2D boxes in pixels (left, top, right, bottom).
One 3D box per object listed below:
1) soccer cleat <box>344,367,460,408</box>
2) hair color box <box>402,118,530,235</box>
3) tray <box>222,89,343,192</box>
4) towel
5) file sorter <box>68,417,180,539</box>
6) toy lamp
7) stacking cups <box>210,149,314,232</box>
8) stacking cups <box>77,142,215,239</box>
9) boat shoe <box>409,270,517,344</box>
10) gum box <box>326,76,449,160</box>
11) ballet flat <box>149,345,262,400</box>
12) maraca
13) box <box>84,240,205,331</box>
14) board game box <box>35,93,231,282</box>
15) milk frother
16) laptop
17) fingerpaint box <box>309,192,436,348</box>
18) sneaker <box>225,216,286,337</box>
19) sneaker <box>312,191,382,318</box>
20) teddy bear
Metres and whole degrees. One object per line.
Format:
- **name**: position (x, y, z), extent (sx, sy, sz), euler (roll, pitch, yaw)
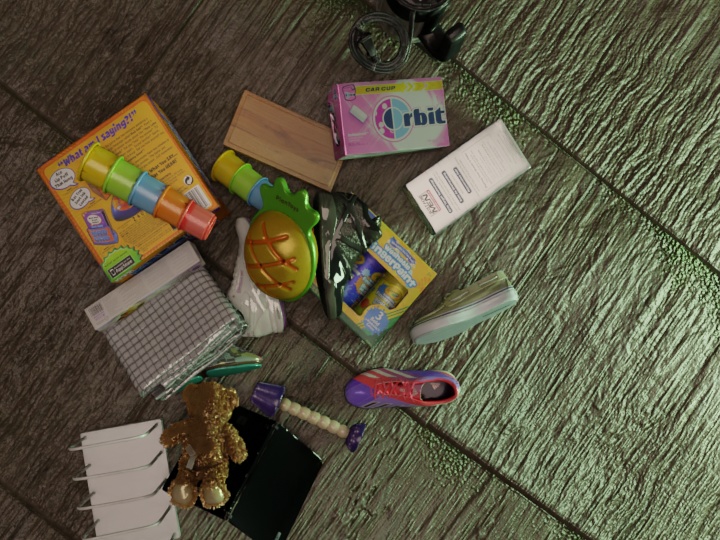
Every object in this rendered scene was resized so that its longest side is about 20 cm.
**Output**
- **soccer cleat**: position (0.071, 0.200, 1.443), extent (0.195, 0.073, 0.070), euler (-1, 90, -4)
- **hair color box**: position (0.178, -0.158, 1.455), extent (0.198, 0.061, 0.101), euler (-35, 92, -3)
- **tray**: position (-0.123, -0.217, 1.449), extent (0.197, 0.037, 0.100), euler (23, 89, -4)
- **towel**: position (-0.302, 0.093, 1.390), extent (0.199, 0.086, 0.166), euler (-39, 69, -3)
- **file sorter**: position (-0.384, 0.362, 1.389), extent (0.136, 0.125, 0.205), euler (-9, 91, -3)
- **toy lamp**: position (-0.091, 0.244, 1.441), extent (0.197, 0.058, 0.059), euler (26, 89, -3)
- **stacking cups**: position (-0.153, -0.120, 1.410), extent (0.198, 0.061, 0.061), euler (35, 88, 12)
- **stacking cups**: position (-0.299, -0.112, 1.220), extent (0.197, 0.060, 0.061), euler (26, 88, -5)
- **boat shoe**: position (0.170, 0.064, 1.461), extent (0.197, 0.072, 0.063), euler (-22, 67, -7)
- **gum box**: position (0.041, -0.251, 1.423), extent (0.196, 0.066, 0.116), euler (-8, 92, -17)
- **ballet flat**: position (-0.264, 0.154, 1.431), extent (0.196, 0.069, 0.072), euler (-17, 72, -3)
- **maraca**: position (-0.120, -0.044, 1.322), extent (0.135, 0.107, 0.203), euler (26, 124, 21)
- **box**: position (-0.339, 0.026, 1.350), extent (0.198, 0.039, 0.042), euler (-34, 82, -1)
- **board game box**: position (-0.346, -0.121, 1.352), extent (0.198, 0.200, 0.202), euler (-34, 92, -3)
- **milk frother**: position (0.060, -0.408, 1.384), extent (0.196, 0.188, 0.184), euler (-19, 90, -3)
- **laptop**: position (-0.191, 0.338, 1.422), extent (0.197, 0.104, 0.179), euler (18, 60, 19)
- **fingerpaint box**: position (0.000, 0.000, 1.438), extent (0.200, 0.073, 0.167), euler (43, 87, -3)
- **sneaker**: position (-0.188, 0.014, 1.424), extent (0.098, 0.075, 0.204), euler (-15, 91, -5)
- **sneaker**: position (-0.017, -0.024, 1.361), extent (0.112, 0.076, 0.204), euler (-2, 98, -14)
- **teddy bear**: position (-0.249, 0.283, 1.374), extent (0.142, 0.067, 0.203), euler (-20, 62, 6)
